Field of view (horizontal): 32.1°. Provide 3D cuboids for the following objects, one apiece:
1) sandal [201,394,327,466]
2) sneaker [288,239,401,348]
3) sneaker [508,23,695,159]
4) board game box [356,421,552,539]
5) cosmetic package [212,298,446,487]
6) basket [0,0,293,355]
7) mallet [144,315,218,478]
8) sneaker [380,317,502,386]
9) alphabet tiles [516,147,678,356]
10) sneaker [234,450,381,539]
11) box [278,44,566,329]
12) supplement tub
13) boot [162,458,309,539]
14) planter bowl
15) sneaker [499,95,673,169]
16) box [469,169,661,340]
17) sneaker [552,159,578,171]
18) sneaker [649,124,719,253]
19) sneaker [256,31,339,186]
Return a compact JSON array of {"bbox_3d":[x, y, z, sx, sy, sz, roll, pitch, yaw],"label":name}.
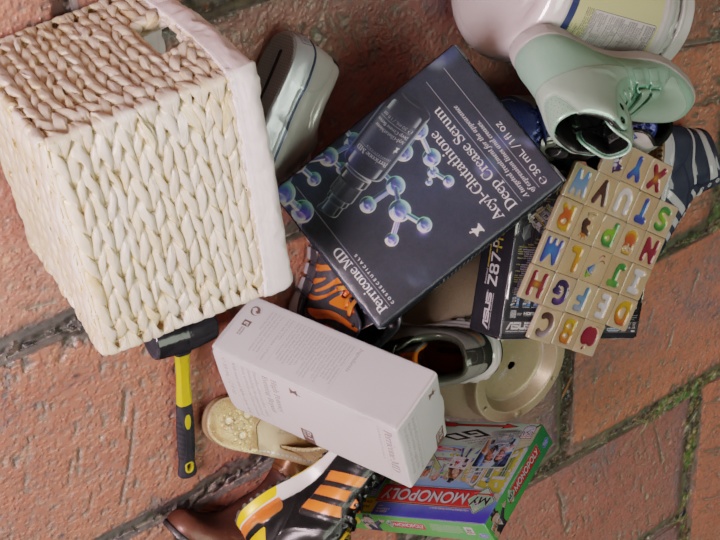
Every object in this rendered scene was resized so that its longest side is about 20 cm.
[{"bbox_3d":[-0.045,0.158,1.220,0.211,0.070,0.078,7,86,-26],"label":"sandal"},{"bbox_3d":[0.000,0.000,1.169,0.077,0.112,0.201,-7,120,-36],"label":"sneaker"},{"bbox_3d":[0.221,-0.132,1.073,0.200,0.119,0.074,9,140,-32],"label":"sneaker"},{"bbox_3d":[0.083,0.212,1.280,0.135,0.200,0.029,-52,122,-36],"label":"board game box"},{"bbox_3d":[-0.027,0.109,1.130,0.074,0.200,0.102,-52,149,-28],"label":"cosmetic package"},{"bbox_3d":[-0.170,-0.077,0.931,0.160,0.198,0.201,-25,130,-20],"label":"basket"},{"bbox_3d":[-0.173,0.120,1.162,0.066,0.041,0.201,-12,127,-33],"label":"mallet"},{"bbox_3d":[0.033,0.082,1.209,0.079,0.199,0.074,-8,90,-67],"label":"sneaker"},{"bbox_3d":[0.227,-0.019,1.181,0.166,0.006,0.201,17,98,-41],"label":"alphabet tiles"},{"bbox_3d":[-0.018,0.223,1.195,0.200,0.090,0.070,-33,154,3],"label":"sneaker"},{"bbox_3d":[0.050,-0.068,1.075,0.200,0.149,0.107,-39,176,2],"label":"box"},{"bbox_3d":[0.198,-0.253,1.149,0.200,0.145,0.145,3,114,-40],"label":"supplement tub"},{"bbox_3d":[-0.086,0.204,1.263,0.188,0.068,0.201,24,94,-32],"label":"boot"},{"bbox_3d":[0.126,0.075,1.302,0.200,0.135,0.201,-20,128,-28],"label":"planter bowl"},{"bbox_3d":[0.220,-0.145,1.198,0.199,0.115,0.081,1,74,-26],"label":"sneaker"},{"bbox_3d":[0.202,-0.015,1.210,0.199,0.049,0.162,1,102,-38],"label":"box"},{"bbox_3d":[0.130,-0.088,1.243,0.200,0.080,0.078,-26,130,-23],"label":"sneaker"},{"bbox_3d":[0.351,-0.072,1.434,0.108,0.070,0.201,-7,116,-34],"label":"sneaker"},{"bbox_3d":[-0.076,-0.102,1.074,0.071,0.073,0.200,21,102,-40],"label":"sneaker"}]
